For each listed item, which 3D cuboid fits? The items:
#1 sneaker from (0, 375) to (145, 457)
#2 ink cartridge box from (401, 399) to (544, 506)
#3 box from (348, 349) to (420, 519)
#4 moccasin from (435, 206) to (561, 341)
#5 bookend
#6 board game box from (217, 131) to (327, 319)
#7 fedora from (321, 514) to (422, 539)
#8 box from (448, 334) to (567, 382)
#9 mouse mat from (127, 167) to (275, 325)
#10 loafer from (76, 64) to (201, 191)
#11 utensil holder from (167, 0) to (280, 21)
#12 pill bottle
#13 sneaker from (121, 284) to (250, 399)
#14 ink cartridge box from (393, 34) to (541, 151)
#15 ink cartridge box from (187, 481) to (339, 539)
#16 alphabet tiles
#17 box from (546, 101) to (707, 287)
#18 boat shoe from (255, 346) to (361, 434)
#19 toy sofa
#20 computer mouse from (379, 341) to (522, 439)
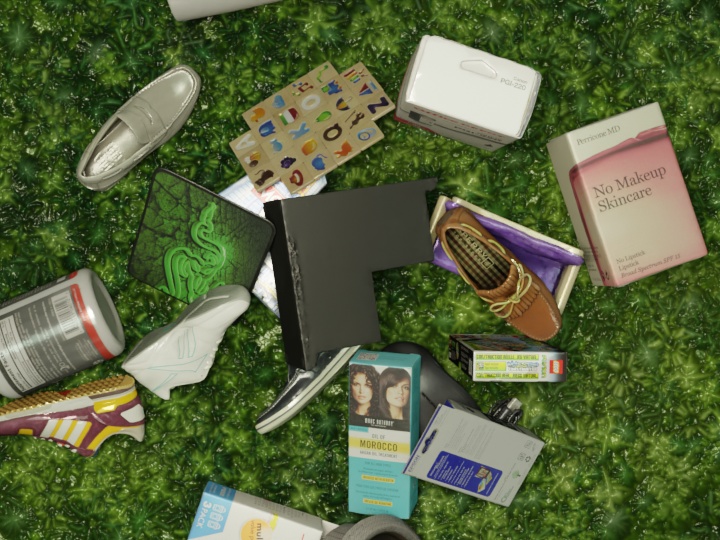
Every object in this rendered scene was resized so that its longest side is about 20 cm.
[{"bbox_3d":[-0.368,0.197,1.330,0.198,0.075,0.091,-12,100,4],"label":"sneaker"},{"bbox_3d":[0.133,0.222,1.317,0.199,0.039,0.100,26,97,-38],"label":"ink cartridge box"},{"bbox_3d":[0.029,0.204,1.328,0.081,0.049,0.202,4,105,15],"label":"box"},{"bbox_3d":[0.168,0.010,1.279,0.073,0.078,0.202,-34,105,18],"label":"moccasin"},{"bbox_3d":[0.000,0.000,1.285,0.198,0.092,0.201,-10,94,-18],"label":"bookend"},{"bbox_3d":[-0.088,-0.065,1.348,0.200,0.062,0.200,44,89,-2],"label":"board game box"},{"bbox_3d":[0.003,0.392,1.324,0.177,0.090,0.201,-44,121,-30],"label":"fedora"},{"bbox_3d":[0.173,0.104,1.292,0.109,0.200,0.035,1,92,-4],"label":"box"},{"bbox_3d":[-0.198,-0.024,1.301,0.160,0.201,0.008,26,45,-1],"label":"mouse mat"},{"bbox_3d":[-0.276,-0.179,1.334,0.070,0.070,0.200,41,88,-2],"label":"loafer"},{"bbox_3d":[-0.146,-0.403,1.292,0.198,0.170,0.172,-12,91,-1],"label":"utensil holder"},{"bbox_3d":[-0.401,0.086,1.307,0.198,0.116,0.117,-23,91,-2],"label":"pill bottle"},{"bbox_3d":[-0.203,0.088,1.328,0.200,0.071,0.080,-34,106,23],"label":"sneaker"},{"bbox_3d":[0.123,-0.209,1.288,0.144,0.200,0.086,17,90,-2],"label":"ink cartridge box"},{"bbox_3d":[-0.119,0.356,1.345,0.198,0.068,0.116,18,90,-3],"label":"ink cartridge box"},{"bbox_3d":[-0.062,-0.180,1.324,0.199,0.006,0.167,-32,52,-2],"label":"alphabet tiles"},{"bbox_3d":[0.333,-0.093,1.345,0.127,0.109,0.202,-19,92,-2],"label":"box"},{"bbox_3d":[-0.066,0.124,1.347,0.062,0.075,0.200,43,85,5],"label":"boat shoe"},{"bbox_3d":[0.175,-0.019,1.343,0.198,0.098,0.083,23,89,-4],"label":"toy sofa"},{"bbox_3d":[0.101,0.170,1.363,0.200,0.053,0.139,41,89,-2],"label":"computer mouse"}]
